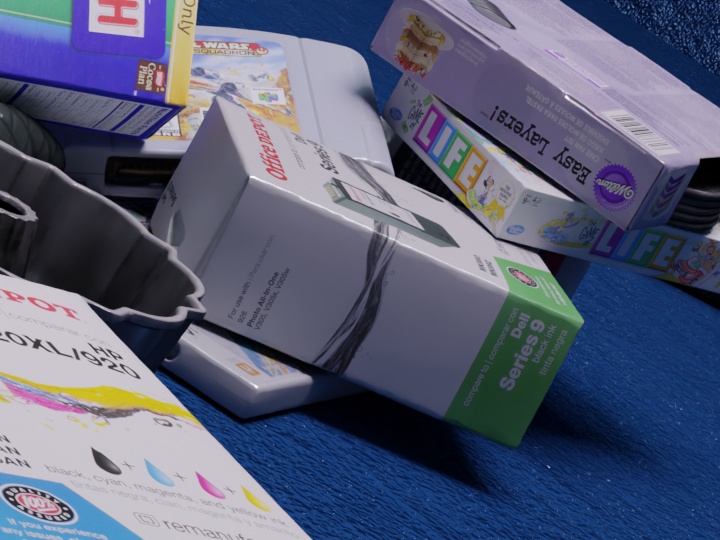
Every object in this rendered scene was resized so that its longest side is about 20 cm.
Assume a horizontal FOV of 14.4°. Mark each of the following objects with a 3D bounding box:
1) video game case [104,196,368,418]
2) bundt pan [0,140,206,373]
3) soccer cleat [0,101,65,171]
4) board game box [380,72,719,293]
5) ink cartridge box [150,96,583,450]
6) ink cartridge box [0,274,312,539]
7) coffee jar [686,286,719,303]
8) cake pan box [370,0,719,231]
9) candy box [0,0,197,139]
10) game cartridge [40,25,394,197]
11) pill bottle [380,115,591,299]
[{"bbox_3d":[-0.089,0.014,1.506,0.182,0.022,0.200,33,13,17],"label":"video game case"},{"bbox_3d":[-0.173,0.002,1.256,0.202,0.076,0.202,27,12,-6],"label":"bundt pan"},{"bbox_3d":[-0.221,-0.055,1.431,0.200,0.068,0.081,17,38,-49],"label":"soccer cleat"},{"bbox_3d":[0.124,-0.049,1.641,0.200,0.034,0.134,13,25,-40],"label":"board game box"},{"bbox_3d":[0.000,0.000,1.509,0.200,0.084,0.146,24,14,-18],"label":"ink cartridge box"},{"bbox_3d":[-0.122,0.098,0.832,0.147,0.145,0.200,16,17,-40],"label":"ink cartridge box"},{"bbox_3d":[0.282,-0.025,2.296,0.200,0.085,0.104,26,13,-10],"label":"coffee jar"},{"bbox_3d":[0.130,-0.096,1.639,0.200,0.052,0.184,36,22,20],"label":"cake pan box"},{"bbox_3d":[-0.185,-0.172,1.500,0.200,0.169,0.077,9,-13,-23],"label":"candy box"},{"bbox_3d":[-0.087,-0.090,1.611,0.200,0.042,0.133,2,41,-12],"label":"game cartridge"},{"bbox_3d":[0.033,-0.025,1.693,0.200,0.120,0.120,30,13,3],"label":"pill bottle"}]
